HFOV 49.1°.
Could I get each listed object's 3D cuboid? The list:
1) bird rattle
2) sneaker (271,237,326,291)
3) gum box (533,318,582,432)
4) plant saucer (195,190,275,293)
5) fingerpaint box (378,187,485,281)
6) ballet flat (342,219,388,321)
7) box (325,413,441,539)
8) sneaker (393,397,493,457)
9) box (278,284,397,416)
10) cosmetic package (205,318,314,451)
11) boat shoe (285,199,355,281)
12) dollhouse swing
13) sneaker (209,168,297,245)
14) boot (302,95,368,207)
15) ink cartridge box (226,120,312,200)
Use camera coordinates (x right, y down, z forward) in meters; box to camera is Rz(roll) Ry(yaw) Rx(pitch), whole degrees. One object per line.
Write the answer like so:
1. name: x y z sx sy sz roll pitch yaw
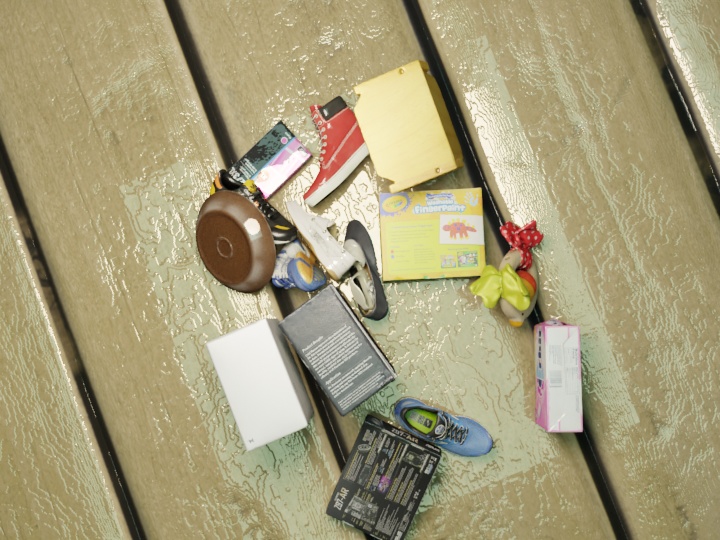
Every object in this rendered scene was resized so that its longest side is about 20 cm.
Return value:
1. bird rattle: 0.288 0.010 1.486 0.111 0.201 0.164 -4 128 31
2. sneaker: -0.121 0.008 1.466 0.088 0.200 0.075 -44 110 6
3. gum box: 0.367 0.192 1.477 0.065 0.114 0.204 -1 87 1
4. plant saucer: -0.246 -0.047 1.483 0.198 0.037 0.204 14 116 30
5. fingerpaint box: 0.135 -0.067 1.516 0.196 0.073 0.170 -4 88 1
6. ballet flat: 0.000 0.000 1.508 0.072 0.073 0.203 -17 84 0
7. box: 0.043 0.398 1.489 0.158 0.044 0.203 23 99 3
8. sneaker: 0.156 0.303 1.488 0.197 0.089 0.080 19 89 2
9. box: -0.038 0.141 1.439 0.123 0.200 0.198 -34 86 -1
10. cosmetic package: -0.177 0.201 1.446 0.121 0.200 0.202 -22 87 0
11. boat shoe: -0.074 -0.069 1.503 0.069 0.071 0.201 -35 62 -2
12. dollhouse swing: 0.093 -0.262 1.473 0.179 0.176 0.203 -21 93 2
13. sneaker: -0.203 -0.122 1.489 0.198 0.070 0.091 26 120 17
14. boot: -0.073 -0.233 1.522 0.144 0.072 0.201 42 81 -8
15. ink cartridge box: -0.195 -0.191 1.551 0.200 0.037 0.095 -44 88 1
